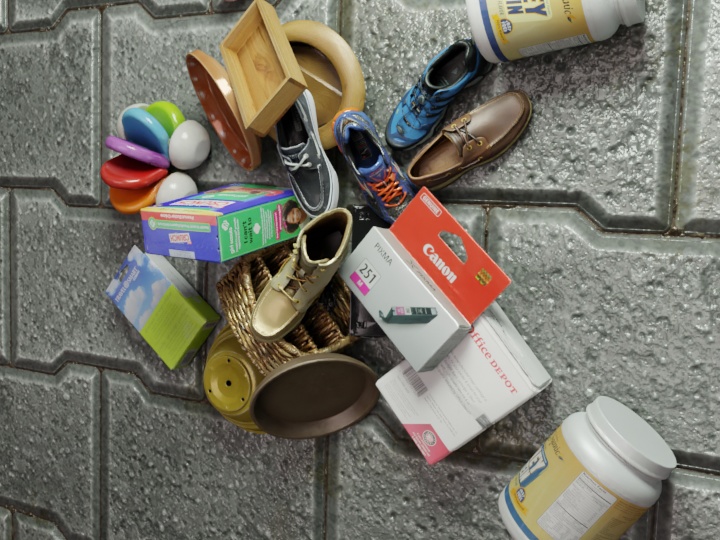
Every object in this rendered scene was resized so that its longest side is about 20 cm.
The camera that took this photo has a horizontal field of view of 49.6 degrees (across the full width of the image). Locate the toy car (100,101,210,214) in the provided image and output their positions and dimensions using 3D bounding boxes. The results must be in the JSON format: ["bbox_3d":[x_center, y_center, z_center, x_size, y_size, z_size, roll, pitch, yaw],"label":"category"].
[{"bbox_3d":[-0.362,-0.186,1.301,0.175,0.150,0.200,24,104,24],"label":"toy car"}]

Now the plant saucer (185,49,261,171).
[{"bbox_3d":[-0.208,-0.250,1.213,0.032,0.200,0.200,-32,76,-15],"label":"plant saucer"}]

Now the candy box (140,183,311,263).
[{"bbox_3d":[-0.200,-0.076,1.179,0.169,0.200,0.077,8,112,36],"label":"candy box"}]

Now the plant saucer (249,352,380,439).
[{"bbox_3d":[-0.069,0.188,1.173,0.200,0.200,0.030,-40,43,24],"label":"plant saucer"}]

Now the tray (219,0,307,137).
[{"bbox_3d":[-0.141,-0.292,1.108,0.099,0.037,0.200,-43,47,26],"label":"tray"}]

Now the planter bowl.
[{"bbox_3d":[-0.196,0.179,1.281,0.200,0.083,0.201,2,94,28],"label":"planter bowl"}]

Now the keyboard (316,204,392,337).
[{"bbox_3d":[0.000,0.000,1.171,0.127,0.021,0.201,1,83,5],"label":"keyboard"}]

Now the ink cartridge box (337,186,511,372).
[{"bbox_3d":[0.082,0.009,1.072,0.174,0.044,0.200,-51,61,22],"label":"ink cartridge box"}]

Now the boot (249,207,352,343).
[{"bbox_3d":[-0.082,0.008,1.075,0.073,0.155,0.200,41,78,3],"label":"boot"}]

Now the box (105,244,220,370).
[{"bbox_3d":[-0.351,0.062,1.371,0.200,0.048,0.122,44,111,18],"label":"box"}]

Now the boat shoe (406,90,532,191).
[{"bbox_3d":[0.149,-0.178,1.085,0.200,0.068,0.072,-35,78,25],"label":"boat shoe"}]

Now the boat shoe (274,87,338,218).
[{"bbox_3d":[-0.085,-0.169,1.126,0.072,0.068,0.201,-8,97,22],"label":"boat shoe"}]

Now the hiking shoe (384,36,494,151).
[{"bbox_3d":[0.096,-0.252,1.096,0.074,0.087,0.200,49,113,16],"label":"hiking shoe"}]

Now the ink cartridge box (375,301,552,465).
[{"bbox_3d":[0.145,0.156,1.103,0.200,0.085,0.146,-41,75,26],"label":"ink cartridge box"}]

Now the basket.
[{"bbox_3d":[-0.108,0.054,1.190,0.149,0.143,0.200,-38,75,23],"label":"basket"}]

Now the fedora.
[{"bbox_3d":[-0.075,-0.278,1.185,0.200,0.082,0.201,4,101,20],"label":"fedora"}]

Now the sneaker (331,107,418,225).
[{"bbox_3d":[0.022,-0.138,1.118,0.075,0.078,0.200,-35,104,9],"label":"sneaker"}]

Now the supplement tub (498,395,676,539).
[{"bbox_3d":[0.290,0.276,1.003,0.145,0.145,0.200,42,110,18],"label":"supplement tub"}]

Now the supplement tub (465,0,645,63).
[{"bbox_3d":[0.245,-0.351,0.980,0.200,0.144,0.145,-6,91,28],"label":"supplement tub"}]
